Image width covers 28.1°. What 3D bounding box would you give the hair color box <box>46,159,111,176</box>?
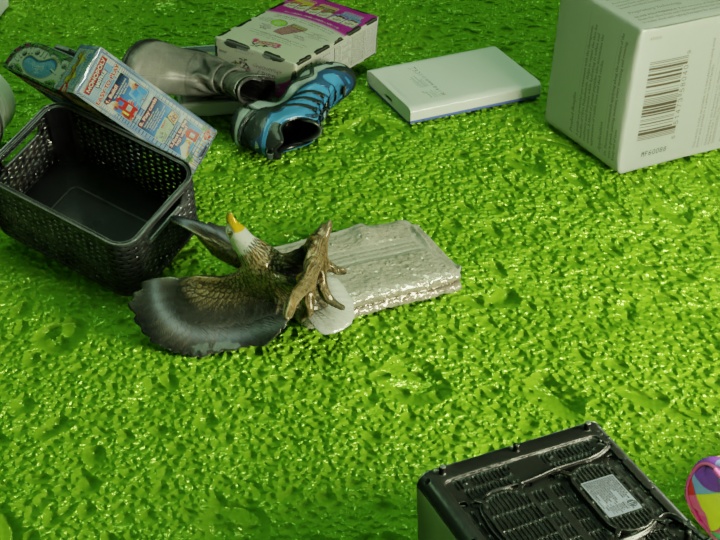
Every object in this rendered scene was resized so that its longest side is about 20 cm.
[{"bbox_3d":[-0.323,-0.151,1.751,0.100,0.061,0.200,9,34,5],"label":"hair color box"}]

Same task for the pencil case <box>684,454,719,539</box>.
[{"bbox_3d":[0.383,0.179,1.267,0.200,0.089,0.088,-16,37,-26],"label":"pencil case"}]

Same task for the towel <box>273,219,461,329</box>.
[{"bbox_3d":[0.000,0.000,1.563,0.200,0.035,0.133,-15,36,-23],"label":"towel"}]

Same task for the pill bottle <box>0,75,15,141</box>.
[{"bbox_3d":[-0.495,-0.164,1.716,0.113,0.114,0.200,8,34,9],"label":"pill bottle"}]

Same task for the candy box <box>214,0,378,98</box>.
[{"bbox_3d":[-0.085,-0.307,1.960,0.136,0.061,0.200,23,38,27],"label":"candy box"}]

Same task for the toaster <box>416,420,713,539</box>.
[{"bbox_3d":[0.164,0.231,1.144,0.180,0.119,0.200,-15,36,-22],"label":"toaster"}]

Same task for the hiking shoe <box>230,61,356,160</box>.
[{"bbox_3d":[-0.069,-0.197,1.836,0.200,0.075,0.087,-36,55,-29],"label":"hiking shoe"}]

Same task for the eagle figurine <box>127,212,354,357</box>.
[{"bbox_3d":[-0.115,0.003,1.459,0.200,0.151,0.152,-10,0,35],"label":"eagle figurine"}]

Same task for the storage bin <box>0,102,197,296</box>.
[{"bbox_3d":[-0.290,-0.079,1.565,0.200,0.094,0.135,27,57,17],"label":"storage bin"}]

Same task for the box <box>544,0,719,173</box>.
[{"bbox_3d":[0.367,-0.261,1.826,0.200,0.199,0.171,-15,37,-26],"label":"box"}]

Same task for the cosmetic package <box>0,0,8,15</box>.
[{"bbox_3d":[-0.635,-0.386,2.104,0.199,0.052,0.151,4,31,3],"label":"cosmetic package"}]

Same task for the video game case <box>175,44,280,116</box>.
[{"bbox_3d":[-0.157,-0.266,1.968,0.199,0.023,0.182,-6,34,-11],"label":"video game case"}]

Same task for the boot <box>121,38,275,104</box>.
[{"bbox_3d":[-0.201,-0.245,1.814,0.131,0.070,0.200,21,21,26],"label":"boot"}]

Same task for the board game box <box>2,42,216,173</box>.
[{"bbox_3d":[-0.293,-0.202,1.616,0.200,0.200,0.062,26,83,26],"label":"board game box"}]

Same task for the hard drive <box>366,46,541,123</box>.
[{"bbox_3d":[0.127,-0.255,1.961,0.200,0.025,0.132,-14,37,-22],"label":"hard drive"}]
